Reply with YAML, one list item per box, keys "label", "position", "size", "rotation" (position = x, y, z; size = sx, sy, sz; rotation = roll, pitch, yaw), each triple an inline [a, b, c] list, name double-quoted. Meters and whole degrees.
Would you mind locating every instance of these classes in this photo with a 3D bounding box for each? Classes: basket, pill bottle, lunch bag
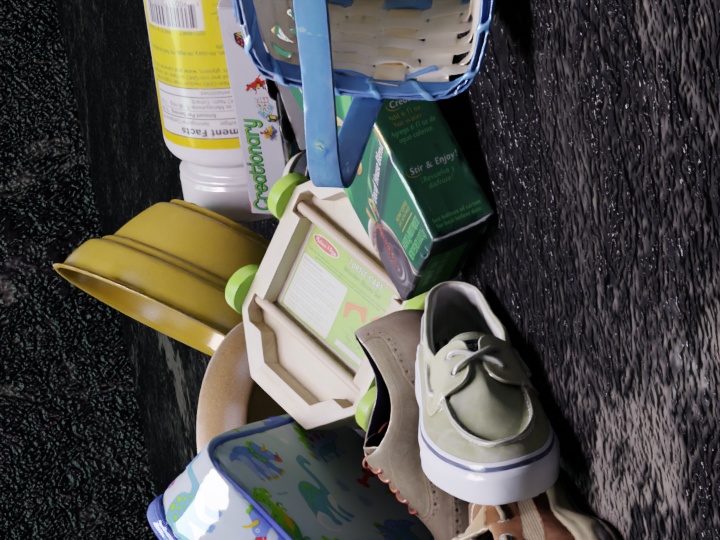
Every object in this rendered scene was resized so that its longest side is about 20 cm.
- label: "basket"
  position: [-0.001, -0.160, 1.359]
  size: [0.200, 0.139, 0.177]
  rotation: [-62, -27, -54]
- label: "pill bottle"
  position: [-0.094, -0.144, 1.987]
  size: [0.114, 0.114, 0.200]
  rotation: [-123, 24, -64]
- label: "lunch bag"
  position: [-0.031, 0.164, 1.685]
  size: [0.161, 0.082, 0.200]
  rotation: [46, -160, 13]

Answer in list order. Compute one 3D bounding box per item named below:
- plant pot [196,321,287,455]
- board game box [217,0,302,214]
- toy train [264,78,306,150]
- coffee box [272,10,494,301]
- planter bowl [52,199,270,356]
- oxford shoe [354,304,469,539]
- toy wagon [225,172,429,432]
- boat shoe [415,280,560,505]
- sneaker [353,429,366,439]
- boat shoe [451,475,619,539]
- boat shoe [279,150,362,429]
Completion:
- label: "plant pot"
  position: [-0.037, 0.125, 1.865]
  size: [0.027, 0.200, 0.201]
  rotation: [-15, 83, 35]
- label: "board game box"
  position: [-0.057, -0.149, 1.830]
  size: [0.200, 0.035, 0.126]
  rotation: [83, -165, -50]
- label: "toy train"
  position: [-0.053, -0.164, 1.680]
  size: [0.046, 0.034, 0.200]
  rotation: [-34, -72, -65]
- label: "coffee box"
  position: [0.005, -0.091, 1.579]
  size: [0.200, 0.044, 0.123]
  rotation: [63, 165, 11]
- label: "planter bowl"
  position: [-0.112, 0.005, 1.953]
  size: [0.084, 0.200, 0.200]
  rotation: [-65, 7, -8]
- label: "oxford shoe"
  position: [0.037, 0.118, 1.637]
  size: [0.070, 0.075, 0.201]
  rotation: [-154, 54, -74]
- label: "toy wagon"
  position: [-0.004, 0.000, 1.701]
  size: [0.155, 0.040, 0.200]
  rotation: [41, 114, 38]
- label: "boat shoe"
  position: [0.059, 0.065, 1.486]
  size: [0.200, 0.072, 0.062]
  rotation: [-119, 19, -68]
- label: "sneaker"
  position: [-0.009, 0.082, 1.827]
  size: [0.071, 0.083, 0.200]
  rotation: [105, 154, -65]
- label: "boat shoe"
  position: [0.081, 0.150, 1.438]
  size: [0.200, 0.074, 0.076]
  rotation: [-160, 61, -78]
- label: "boat shoe"
  position: [-0.002, 0.000, 1.777]
  size: [0.066, 0.074, 0.200]
  rotation: [-39, 48, 45]
